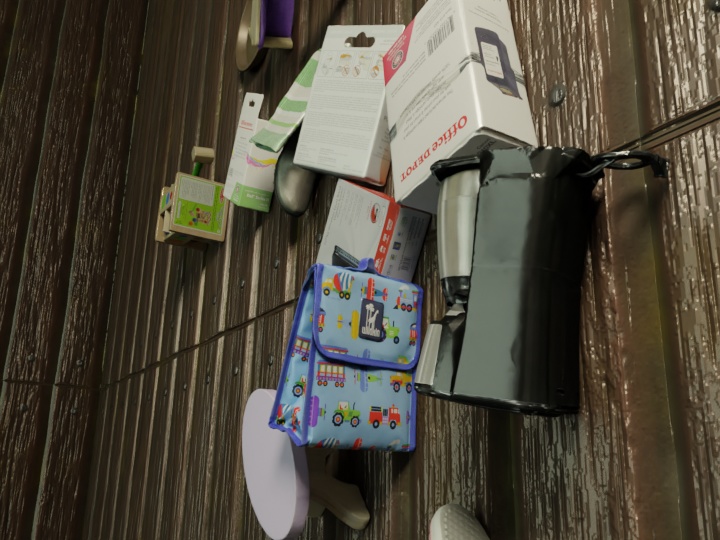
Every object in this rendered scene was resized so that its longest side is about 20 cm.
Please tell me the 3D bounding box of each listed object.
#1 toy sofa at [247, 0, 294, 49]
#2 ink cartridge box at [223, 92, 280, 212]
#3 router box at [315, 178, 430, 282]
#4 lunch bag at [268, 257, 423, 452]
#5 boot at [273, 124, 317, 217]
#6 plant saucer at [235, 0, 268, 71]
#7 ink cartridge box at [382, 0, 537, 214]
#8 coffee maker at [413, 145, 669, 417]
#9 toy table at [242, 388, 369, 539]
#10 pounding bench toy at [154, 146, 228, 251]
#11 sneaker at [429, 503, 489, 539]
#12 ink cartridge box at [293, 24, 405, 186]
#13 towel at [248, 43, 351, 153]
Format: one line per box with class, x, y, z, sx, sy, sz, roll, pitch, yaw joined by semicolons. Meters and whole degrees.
toy sofa;-0.156;-0.514;1.227;0.099;0.080;0.205;-117;30;-49
ink cartridge box;-0.197;-0.226;1.269;0.117;0.066;0.206;30;108;59
router box;0.000;0.000;0.870;0.179;0.048;0.206;32;109;59
lunch bag;-0.006;0.088;0.752;0.093;0.147;0.207;4;84;59
boot;-0.073;-0.193;1.041;0.129;0.066;0.207;-9;69;58
plant saucer;-0.225;-0.533;1.457;0.199;0.029;0.207;-30;55;54
ink cartridge box;0.099;-0.183;0.720;0.144;0.082;0.206;-38;48;49
coffee maker;0.135;0.012;0.546;0.190;0.131;0.207;-9;74;58
toy table;-0.069;0.240;0.847;0.186;0.114;0.203;-56;38;34
pounding bench toy;-0.380;-0.164;1.515;0.155;0.121;0.207;-13;69;58
sneaker;0.084;0.324;0.590;0.105;0.074;0.204;-46;47;36
ink cartridge box;-0.009;-0.232;0.930;0.160;0.049;0.206;18;92;44
towel;-0.096;-0.275;1.064;0.202;0.023;0.152;-53;26;-4
